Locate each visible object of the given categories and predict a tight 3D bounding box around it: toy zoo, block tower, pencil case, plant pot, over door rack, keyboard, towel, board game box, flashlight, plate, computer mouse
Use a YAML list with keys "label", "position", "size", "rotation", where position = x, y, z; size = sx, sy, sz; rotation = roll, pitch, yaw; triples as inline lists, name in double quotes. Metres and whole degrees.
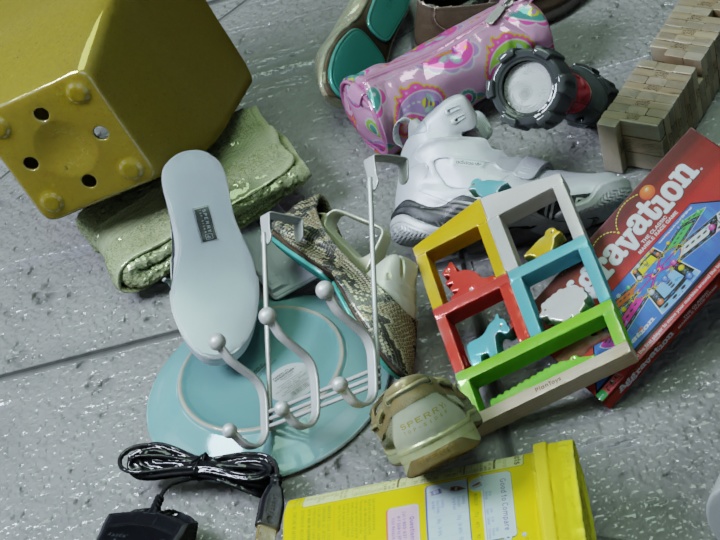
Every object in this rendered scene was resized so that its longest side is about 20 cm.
- label: "toy zoo"
  position: [0.116, 0.011, 1.235]
  size: [0.131, 0.020, 0.200]
  rotation: [-28, 54, 14]
- label: "block tower"
  position: [0.271, -0.164, 1.408]
  size: [0.058, 0.054, 0.200]
  rotation: [14, 51, 33]
- label: "pencil case"
  position: [0.082, -0.180, 1.474]
  size: [0.200, 0.087, 0.087]
  rotation: [-30, 42, -11]
- label: "plant pot"
  position: [-0.237, -0.157, 1.436]
  size: [0.195, 0.194, 0.200]
  rotation: [-20, 31, 21]
- label: "over door rack"
  position: [-0.043, 0.018, 1.197]
  size: [0.148, 0.067, 0.200]
  rotation: [-25, 49, 47]
- label: "keyboard"
  position: [-0.087, -0.036, 1.426]
  size: [0.056, 0.011, 0.200]
  rotation: [-23, 37, -14]
- label: "towel"
  position: [-0.151, -0.067, 1.454]
  size: [0.200, 0.037, 0.148]
  rotation: [-33, 37, -8]
- label: "board game box"
  position: [0.215, -0.004, 1.212]
  size: [0.200, 0.019, 0.103]
  rotation: [-48, 50, 2]
- label: "flashlight"
  position: [0.165, -0.143, 1.339]
  size: [0.068, 0.068, 0.200]
  rotation: [-6, -2, 25]
- label: "plate"
  position: [-0.076, 0.083, 1.287]
  size: [0.200, 0.026, 0.200]
  rotation: [-10, 40, 9]
- label: "computer mouse"
  position: [-0.128, 0.205, 1.161]
  size: [0.140, 0.046, 0.200]
  rotation: [0, 39, 15]

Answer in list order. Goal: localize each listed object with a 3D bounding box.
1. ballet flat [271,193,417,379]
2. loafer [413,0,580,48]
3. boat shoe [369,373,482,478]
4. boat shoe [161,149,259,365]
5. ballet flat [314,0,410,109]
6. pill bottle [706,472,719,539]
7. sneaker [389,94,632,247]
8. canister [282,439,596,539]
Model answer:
- label: "ballet flat"
  position: [0.000, 0.000, 1.290]
  size: [0.075, 0.068, 0.200]
  rotation: [-45, 48, 2]
- label: "loafer"
  position: [0.138, -0.266, 1.557]
  size: [0.200, 0.071, 0.073]
  rotation: [-31, 42, -14]
- label: "boat shoe"
  position: [0.039, 0.096, 1.127]
  size: [0.073, 0.063, 0.201]
  rotation: [-27, 1, 2]
- label: "boat shoe"
  position: [-0.126, -0.001, 1.333]
  size: [0.073, 0.068, 0.200]
  rotation: [-14, 57, -9]
- label: "ballet flat"
  position: [-0.005, -0.212, 1.572]
  size: [0.062, 0.067, 0.200]
  rotation: [-23, 27, 41]
- label: "pill bottle"
  position: [0.305, 0.097, 1.063]
  size: [0.114, 0.114, 0.200]
  rotation: [12, 50, 31]
- label: "sneaker"
  position: [0.116, -0.086, 1.328]
  size: [0.200, 0.075, 0.115]
  rotation: [-8, 80, 17]
- label: "canister"
  position: [0.054, 0.196, 1.069]
  size: [0.200, 0.087, 0.149]
  rotation: [-12, 41, 9]
